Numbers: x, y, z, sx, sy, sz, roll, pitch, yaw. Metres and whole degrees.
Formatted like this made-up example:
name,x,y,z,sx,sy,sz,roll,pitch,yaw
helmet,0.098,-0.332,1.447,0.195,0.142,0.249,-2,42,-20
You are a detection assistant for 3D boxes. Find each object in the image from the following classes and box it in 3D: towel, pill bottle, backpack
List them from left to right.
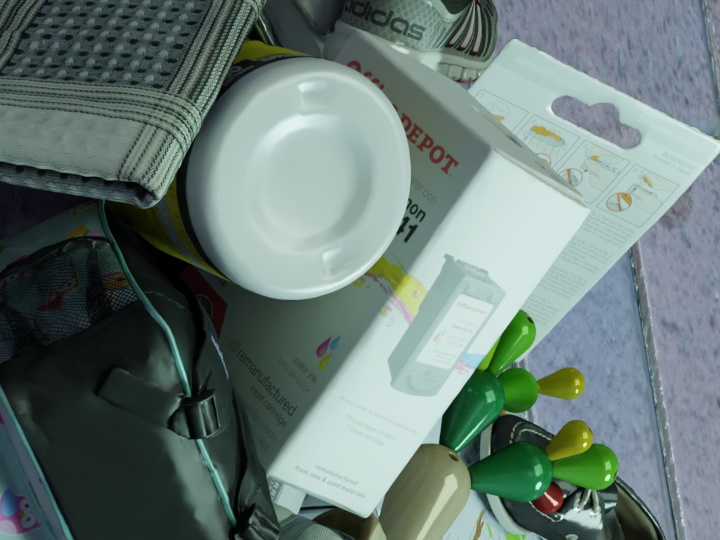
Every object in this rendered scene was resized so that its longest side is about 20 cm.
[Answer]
name,x,y,z,sx,sy,sz,roll,pitch,yaw
towel,-0.154,-0.110,1.241,0.193,0.199,0.035,-67,159,-45
backpack,-0.130,0.067,1.267,0.200,0.153,0.176,-105,171,-62
pill bottle,-0.070,-0.059,1.318,0.114,0.200,0.115,-7,104,-28

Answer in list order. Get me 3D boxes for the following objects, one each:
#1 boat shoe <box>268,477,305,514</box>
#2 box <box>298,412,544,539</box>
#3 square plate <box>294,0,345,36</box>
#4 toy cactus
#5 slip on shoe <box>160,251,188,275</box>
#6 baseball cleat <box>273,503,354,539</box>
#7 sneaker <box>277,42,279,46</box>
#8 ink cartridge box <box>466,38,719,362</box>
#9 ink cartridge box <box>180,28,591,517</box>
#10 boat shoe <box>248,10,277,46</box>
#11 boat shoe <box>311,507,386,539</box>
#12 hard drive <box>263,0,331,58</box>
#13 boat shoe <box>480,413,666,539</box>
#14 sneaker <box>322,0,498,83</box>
name,x,y,z,sx,sy,sz,roll,pitch,yaw
boat shoe,-0.074,0.132,1.465,0.069,0.056,0.201,42,66,-35
box,0.032,0.146,1.633,0.177,0.096,0.200,65,33,-29
square plate,-0.044,-0.234,1.539,0.200,0.028,0.198,57,20,-2
toy cactus,0.047,0.088,1.511,0.200,0.102,0.165,39,62,-23
slip on shoe,-0.107,-0.054,1.452,0.061,0.074,0.201,-22,101,-31
baseball cleat,-0.075,0.185,1.283,0.200,0.106,0.070,-51,138,-32
sneaker,-0.021,-0.072,1.621,0.200,0.078,0.090,29,66,-48
ink cartridge box,0.083,-0.048,1.548,0.162,0.200,0.050,23,34,-28
ink cartridge box,0.000,0.000,1.376,0.085,0.148,0.200,25,103,-42
boat shoe,-0.069,-0.081,1.494,0.073,0.065,0.201,-29,120,-15
boat shoe,-0.031,0.211,1.359,0.200,0.071,0.065,-56,127,-34
hard drive,-0.042,-0.184,1.550,0.201,0.027,0.132,62,19,14
boat shoe,0.132,0.142,1.662,0.200,0.060,0.074,50,43,-49
sneaker,0.041,-0.156,1.503,0.088,0.073,0.200,-69,166,16
